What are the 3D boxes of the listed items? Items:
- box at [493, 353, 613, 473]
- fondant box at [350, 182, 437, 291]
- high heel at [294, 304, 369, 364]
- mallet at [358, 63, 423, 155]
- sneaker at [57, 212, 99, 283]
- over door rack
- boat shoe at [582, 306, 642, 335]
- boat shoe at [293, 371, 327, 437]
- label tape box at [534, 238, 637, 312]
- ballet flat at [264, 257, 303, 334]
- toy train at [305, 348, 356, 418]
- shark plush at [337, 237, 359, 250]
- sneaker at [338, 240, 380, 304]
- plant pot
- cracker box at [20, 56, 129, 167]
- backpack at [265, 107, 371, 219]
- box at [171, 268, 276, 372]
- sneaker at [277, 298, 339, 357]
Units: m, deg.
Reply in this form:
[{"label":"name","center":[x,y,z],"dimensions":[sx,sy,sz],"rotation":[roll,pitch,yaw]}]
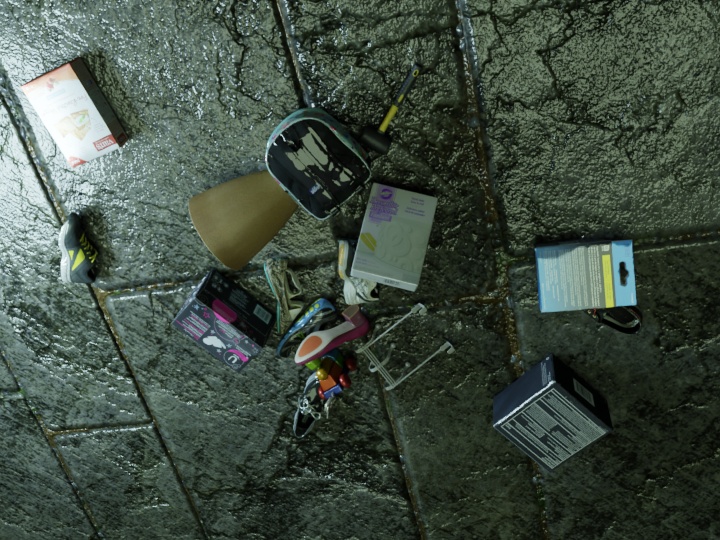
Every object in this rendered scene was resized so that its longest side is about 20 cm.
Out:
[{"label":"box","center":[0.454,0.341,1.861],"dimensions":[0.200,0.123,0.198],"rotation":[40,117,-12]},{"label":"fondant box","center":[0.071,-0.071,1.650],"dimensions":[0.144,0.201,0.058],"rotation":[13,165,1]},{"label":"high heel","center":[-0.060,0.172,1.827],"dimensions":[0.200,0.067,0.096],"rotation":[-36,133,-10]},{"label":"mallet","center":[0.060,-0.334,1.585],"dimensions":[0.066,0.041,0.200],"rotation":[21,117,-7]},{"label":"sneaker","center":[-0.661,-0.051,1.846],"dimensions":[0.084,0.075,0.200],"rotation":[11,130,-4]},{"label":"over door rack","center":[0.104,0.179,1.859],"dimensions":[0.200,0.067,0.148],"rotation":[-33,115,10]},{"label":"boat shoe","center":[0.538,0.077,1.733],"dimensions":[0.201,0.063,0.074],"rotation":[27,123,-5]},{"label":"boat shoe","center":[-0.127,0.345,1.986],"dimensions":[0.073,0.068,0.200],"rotation":[26,120,-7]},{"label":"label tape box","center":[0.481,0.008,1.674],"dimensions":[0.199,0.063,0.145],"rotation":[-5,98,12]},{"label":"ballet flat","center":[-0.174,0.061,1.834],"dimensions":[0.075,0.068,0.201],"rotation":[-7,115,2]},{"label":"toy train","center":[-0.087,0.249,1.851],"dimensions":[0.085,0.200,0.116],"rotation":[-33,106,24]},{"label":"shark plush","center":[0.051,-0.071,1.743],"dimensions":[0.199,0.091,0.084],"rotation":[1,102,32]},{"label":"sneaker","center":[0.000,0.000,1.751],"dimensions":[0.087,0.076,0.200],"rotation":[-3,143,8]},{"label":"plant pot","center":[-0.234,-0.129,1.677],"dimensions":[0.200,0.187,0.187],"rotation":[-31,112,12]},{"label":"cracker box","center":[-0.611,-0.337,1.672],"dimensions":[0.134,0.058,0.200],"rotation":[-18,116,19]},{"label":"backpack","center":[-0.092,-0.231,1.598],"dimensions":[0.177,0.151,0.200],"rotation":[-41,116,19]},{"label":"box","center":[-0.321,0.119,1.848],"dimensions":[0.200,0.132,0.115],"rotation":[40,121,-14]},{"label":"sneaker","center":[-0.129,0.152,1.873],"dimensions":[0.083,0.071,0.200],"rotation":[43,114,-9]}]
